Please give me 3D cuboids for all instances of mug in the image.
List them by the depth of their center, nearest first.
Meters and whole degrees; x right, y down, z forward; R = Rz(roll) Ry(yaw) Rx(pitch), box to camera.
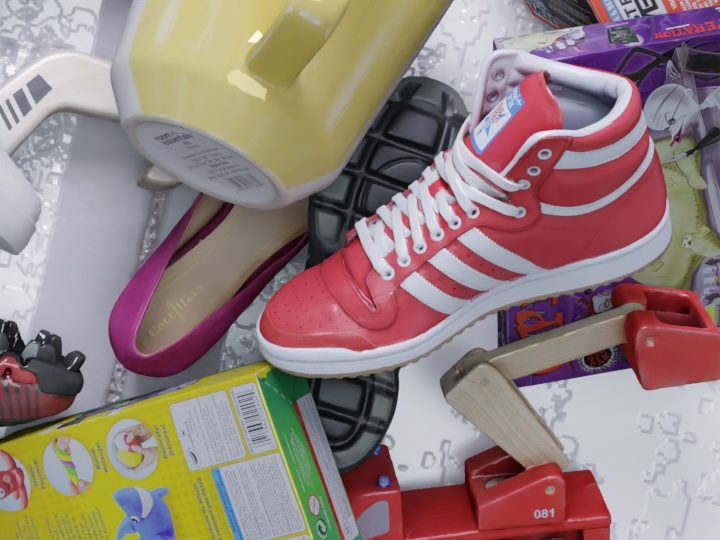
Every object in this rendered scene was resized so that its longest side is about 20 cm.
[{"bbox_3d":[-0.044,-0.121,0.879,0.149,0.187,0.153,19,73,19],"label":"mug"}]

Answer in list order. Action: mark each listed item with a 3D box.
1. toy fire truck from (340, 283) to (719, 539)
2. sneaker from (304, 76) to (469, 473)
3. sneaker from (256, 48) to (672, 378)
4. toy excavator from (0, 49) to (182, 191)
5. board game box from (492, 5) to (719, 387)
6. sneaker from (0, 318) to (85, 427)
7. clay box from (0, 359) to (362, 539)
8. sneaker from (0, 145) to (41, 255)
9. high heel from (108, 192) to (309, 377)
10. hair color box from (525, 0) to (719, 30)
[{"bbox_3d":[0.075,0.085,0.961,0.199,0.049,0.141,-6,117,-6],"label":"toy fire truck"},{"bbox_3d":[0.000,0.000,0.961,0.075,0.079,0.200,20,86,-3],"label":"sneaker"},{"bbox_3d":[0.039,-0.028,0.863,0.200,0.071,0.113,-20,134,-5],"label":"sneaker"},{"bbox_3d":[-0.193,-0.069,0.932,0.194,0.100,0.200,45,79,-8],"label":"toy excavator"},{"bbox_3d":[0.125,-0.031,0.943,0.120,0.032,0.200,-7,130,-3],"label":"board game box"},{"bbox_3d":[-0.234,0.069,0.939,0.200,0.071,0.098,1,92,-5],"label":"sneaker"},{"bbox_3d":[-0.104,0.120,0.935,0.200,0.048,0.115,-16,95,29],"label":"clay box"},{"bbox_3d":[-0.193,-0.109,0.856,0.200,0.074,0.116,44,74,-5],"label":"sneaker"},{"bbox_3d":[-0.047,-0.029,0.943,0.067,0.096,0.200,36,88,-7],"label":"high heel"},{"bbox_3d":[0.174,-0.190,0.949,0.200,0.111,0.064,-35,121,-4],"label":"hair color box"}]
